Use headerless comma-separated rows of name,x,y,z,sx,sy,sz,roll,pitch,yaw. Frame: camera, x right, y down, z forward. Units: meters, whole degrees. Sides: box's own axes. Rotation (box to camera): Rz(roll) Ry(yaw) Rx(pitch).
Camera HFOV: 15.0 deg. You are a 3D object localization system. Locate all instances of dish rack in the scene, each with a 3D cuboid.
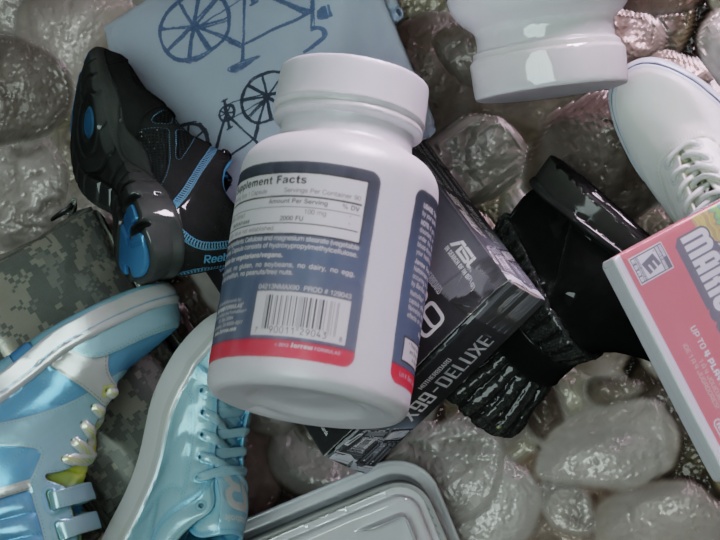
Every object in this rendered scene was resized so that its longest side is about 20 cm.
dish rack,-0.020,0.227,1.703,0.199,0.044,0.172,-23,100,-4

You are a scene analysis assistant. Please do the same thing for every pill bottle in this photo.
pill bottle,-0.017,-0.017,1.592,0.119,0.120,0.201,5,75,15
pill bottle,0.104,-0.207,1.651,0.116,0.116,0.201,-8,89,16

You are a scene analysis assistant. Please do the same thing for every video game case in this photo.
video game case,0.251,0.017,1.604,0.200,0.017,0.143,-27,89,-27

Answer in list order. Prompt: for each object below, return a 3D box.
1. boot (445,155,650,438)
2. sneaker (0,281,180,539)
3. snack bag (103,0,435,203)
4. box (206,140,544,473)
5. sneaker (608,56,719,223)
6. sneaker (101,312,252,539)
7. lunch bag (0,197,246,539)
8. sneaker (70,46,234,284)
boot,0.137,0.050,1.670,0.211,0.079,0.158,44,100,25
sneaker,-0.170,0.103,1.635,0.200,0.080,0.131,-33,86,-3
snack bag,-0.054,-0.122,1.716,0.188,0.021,0.200,-30,62,13
box,0.000,0.000,1.684,0.158,0.050,0.200,-44,53,14
sneaker,0.216,-0.046,1.653,0.073,0.071,0.200,-38,81,14
sneaker,-0.090,0.126,1.649,0.082,0.074,0.201,23,95,38
lunch bag,-0.188,0.076,1.739,0.167,0.139,0.200,-33,86,-2
sneaker,-0.126,-0.063,1.687,0.200,0.082,0.073,-115,32,-42
